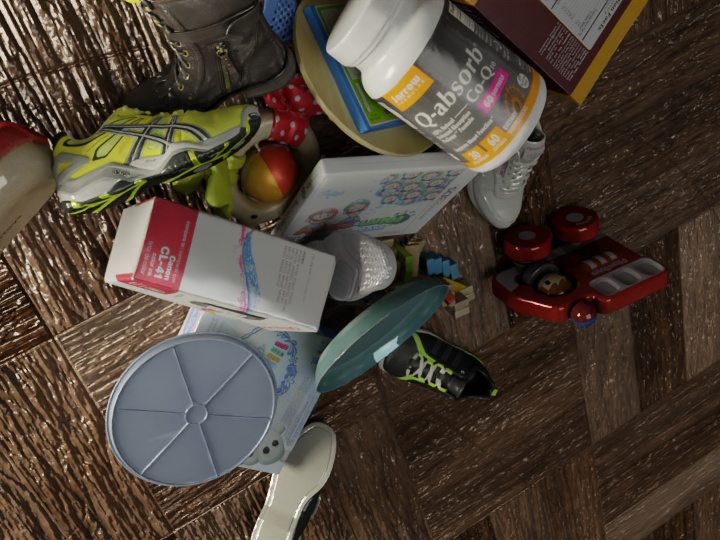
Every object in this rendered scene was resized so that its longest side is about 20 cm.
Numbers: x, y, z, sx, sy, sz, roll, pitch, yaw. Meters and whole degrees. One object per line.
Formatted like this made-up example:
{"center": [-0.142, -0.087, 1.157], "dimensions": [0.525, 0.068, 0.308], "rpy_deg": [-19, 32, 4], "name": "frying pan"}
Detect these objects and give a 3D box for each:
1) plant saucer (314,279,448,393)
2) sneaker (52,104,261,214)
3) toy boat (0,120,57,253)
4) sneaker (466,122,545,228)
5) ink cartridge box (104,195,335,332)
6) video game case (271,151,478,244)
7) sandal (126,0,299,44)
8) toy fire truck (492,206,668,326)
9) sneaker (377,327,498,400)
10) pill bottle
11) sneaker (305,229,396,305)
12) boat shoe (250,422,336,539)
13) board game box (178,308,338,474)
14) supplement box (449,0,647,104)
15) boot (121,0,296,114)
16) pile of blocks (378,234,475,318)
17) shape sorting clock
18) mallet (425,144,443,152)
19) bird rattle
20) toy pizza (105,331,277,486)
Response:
{"center": [0.021, 0.074, 0.955], "dimensions": [0.199, 0.028, 0.201], "rpy_deg": [-36, 163, -12], "name": "plant saucer"}
{"center": [-0.187, -0.119, 0.731], "dimensions": [0.197, 0.075, 0.078], "rpy_deg": [-22, 90, -10], "name": "sneaker"}
{"center": [-0.379, -0.068, 0.720], "dimensions": [0.131, 0.131, 0.200], "rpy_deg": [42, 89, -6], "name": "toy boat"}
{"center": [0.182, -0.137, 0.993], "dimensions": [0.074, 0.100, 0.203], "rpy_deg": [-21, 123, -21], "name": "sneaker"}
{"center": [-0.146, -0.001, 0.825], "dimensions": [0.198, 0.147, 0.087], "rpy_deg": [20, 78, -26], "name": "ink cartridge box"}
{"center": [0.016, -0.079, 0.903], "dimensions": [0.197, 0.024, 0.182], "rpy_deg": [-7, 161, -26], "name": "video game case"}
{"center": [-0.141, -0.257, 0.764], "dimensions": [0.197, 0.087, 0.081], "rpy_deg": [7, 108, -33], "name": "sandal"}
{"center": [0.288, 0.008, 1.080], "dimensions": [0.197, 0.168, 0.114], "rpy_deg": [-21, 122, -19], "name": "toy fire truck"}
{"center": [0.114, 0.134, 1.097], "dimensions": [0.198, 0.083, 0.073], "rpy_deg": [16, 105, -34], "name": "sneaker"}
{"center": [0.072, -0.193, 0.770], "dimensions": [0.198, 0.116, 0.117], "rpy_deg": [31, 97, -20], "name": "pill bottle"}
{"center": [0.000, 0.000, 0.912], "dimensions": [0.112, 0.199, 0.077], "rpy_deg": [5, 83, -37], "name": "sneaker"}
{"center": [-0.085, 0.301, 1.082], "dimensions": [0.060, 0.073, 0.203], "rpy_deg": [38, 73, -76], "name": "boat shoe"}
{"center": [-0.145, 0.140, 0.981], "dimensions": [0.197, 0.043, 0.202], "rpy_deg": [21, 102, -34], "name": "board game box"}
{"center": [0.151, -0.301, 0.834], "dimensions": [0.199, 0.197, 0.134], "rpy_deg": [29, 98, -35], "name": "supplement box"}
{"center": [-0.158, -0.207, 0.716], "dimensions": [0.197, 0.070, 0.174], "rpy_deg": [-20, 162, 7], "name": "boot"}
{"center": [0.086, 0.009, 1.034], "dimensions": [0.198, 0.062, 0.083], "rpy_deg": [15, 106, -34], "name": "pile of blocks"}
{"center": [0.013, -0.210, 0.836], "dimensions": [0.197, 0.039, 0.203], "rpy_deg": [14, 63, -30], "name": "shape sorting clock"}
{"center": [0.046, -0.189, 0.934], "dimensions": [0.199, 0.041, 0.066], "rpy_deg": [39, 88, -32], "name": "mallet"}
{"center": [-0.106, -0.130, 0.860], "dimensions": [0.200, 0.112, 0.164], "rpy_deg": [-42, 142, -16], "name": "bird rattle"}
{"center": [-0.192, 0.158, 0.920], "dimensions": [0.197, 0.032, 0.203], "rpy_deg": [-10, 116, -21], "name": "toy pizza"}
